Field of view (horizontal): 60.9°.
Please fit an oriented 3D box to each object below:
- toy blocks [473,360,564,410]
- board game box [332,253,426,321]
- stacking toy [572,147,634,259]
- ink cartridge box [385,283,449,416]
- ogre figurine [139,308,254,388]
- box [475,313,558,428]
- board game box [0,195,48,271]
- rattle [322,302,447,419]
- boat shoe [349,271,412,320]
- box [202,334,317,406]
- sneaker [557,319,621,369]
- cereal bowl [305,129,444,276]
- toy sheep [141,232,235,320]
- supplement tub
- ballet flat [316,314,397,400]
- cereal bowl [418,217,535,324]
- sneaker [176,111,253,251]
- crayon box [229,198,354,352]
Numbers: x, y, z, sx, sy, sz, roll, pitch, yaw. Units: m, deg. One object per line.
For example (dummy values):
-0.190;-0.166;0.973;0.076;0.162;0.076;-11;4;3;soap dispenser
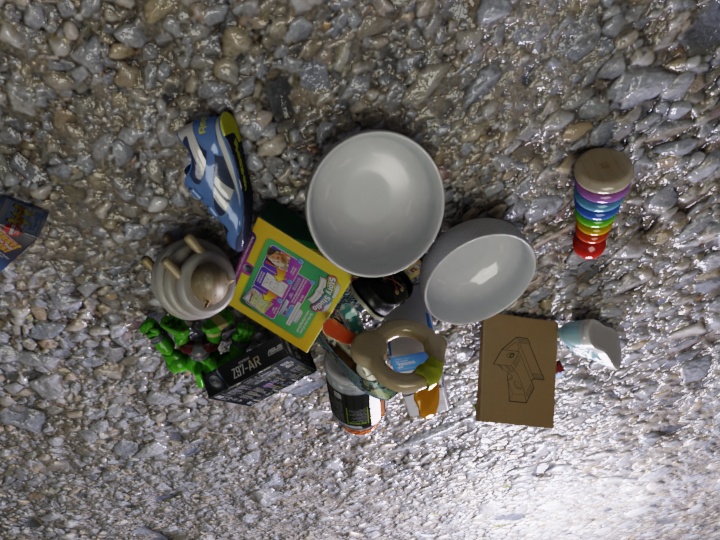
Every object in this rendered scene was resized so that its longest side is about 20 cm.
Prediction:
0.334;0.219;1.251;0.195;0.101;0.139;-11;142;-15;toy blocks
0.000;0.000;1.043;0.198;0.035;0.135;-34;129;25;board game box
0.370;-0.089;0.963;0.083;0.087;0.202;-10;140;5;stacking toy
0.103;0.150;1.127;0.082;0.147;0.202;-12;136;8;ink cartridge box
-0.291;0.139;1.111;0.195;0.099;0.122;-9;128;-17;ogre figurine
0.299;0.191;1.169;0.159;0.206;0.021;8;171;-14;box
-0.576;-0.066;0.895;0.195;0.063;0.201;-20;134;13;board game box
0.038;0.146;0.992;0.194;0.133;0.144;10;155;11;rattle
0.035;0.028;0.938;0.063;0.074;0.201;-41;172;13;boat shoe
-0.178;0.190;1.126;0.157;0.044;0.200;-28;161;3;box
0.460;0.144;1.230;0.081;0.076;0.199;-3;151;43;sneaker
0.016;-0.098;0.872;0.194;0.083;0.206;-3;105;-11;cereal bowl
-0.266;0.011;0.960;0.137;0.141;0.198;33;166;-33;toy sheep
-0.006;0.233;1.217;0.119;0.125;0.203;-5;136;-1;supplement tub
-0.010;0.152;1.099;0.198;0.074;0.075;38;138;18;ballet flat
0.183;-0.009;1.008;0.194;0.084;0.203;-11;135;-11;cereal bowl
-0.200;-0.121;0.864;0.080;0.075;0.205;-5;120;3;sneaker
-0.113;0.014;0.989;0.170;0.059;0.201;30;129;-4;crayon box
